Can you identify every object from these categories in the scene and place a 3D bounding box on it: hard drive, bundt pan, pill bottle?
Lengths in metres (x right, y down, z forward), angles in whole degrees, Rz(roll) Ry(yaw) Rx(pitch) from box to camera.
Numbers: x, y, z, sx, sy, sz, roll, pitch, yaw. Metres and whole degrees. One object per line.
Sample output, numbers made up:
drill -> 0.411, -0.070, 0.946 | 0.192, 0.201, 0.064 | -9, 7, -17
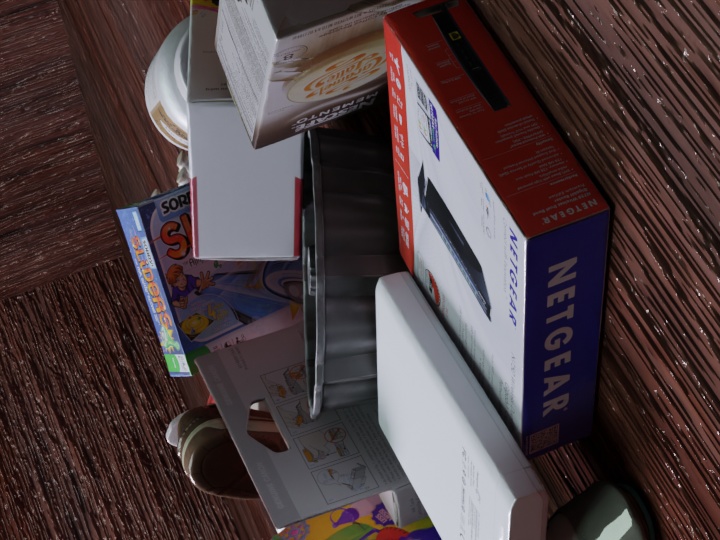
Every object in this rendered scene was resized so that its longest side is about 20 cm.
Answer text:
hard drive -> 0.057, 0.112, 1.007 | 0.201, 0.026, 0.133 | -122, 23, -46
bundt pan -> 0.000, 0.000, 1.152 | 0.202, 0.075, 0.205 | 180, 90, -85
pill bottle -> -0.125, -0.167, 1.452 | 0.200, 0.113, 0.116 | 175, 75, -78

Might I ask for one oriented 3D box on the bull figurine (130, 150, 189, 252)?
bull figurine -> -0.119, -0.052, 1.482 | 0.200, 0.120, 0.066 | -51, 23, 43

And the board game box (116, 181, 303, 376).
board game box -> -0.084, -0.017, 1.309 | 0.034, 0.199, 0.137 | -4, 107, 52

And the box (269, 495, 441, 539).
box -> 0.050, 0.278, 1.197 | 0.199, 0.121, 0.194 | 33, 150, 47

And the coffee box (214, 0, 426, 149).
coffee box -> -0.021, -0.155, 1.001 | 0.200, 0.113, 0.081 | 117, 132, -76

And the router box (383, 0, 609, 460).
router box -> 0.073, -0.023, 0.935 | 0.201, 0.048, 0.180 | 85, 162, -50

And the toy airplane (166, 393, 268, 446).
toy airplane -> -0.122, 0.084, 1.566 | 0.141, 0.201, 0.199 | 38, 140, -24

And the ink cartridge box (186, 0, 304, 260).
ink cartridge box -> -0.084, -0.128, 1.222 | 0.201, 0.082, 0.147 | -95, 5, -47

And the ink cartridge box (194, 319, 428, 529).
ink cartridge box -> -0.009, 0.106, 1.207 | 0.200, 0.174, 0.045 | -123, 18, -49

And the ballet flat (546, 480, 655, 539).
ballet flat -> 0.123, 0.178, 0.995 | 0.200, 0.063, 0.068 | 105, 144, -69

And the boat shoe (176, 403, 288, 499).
boat shoe -> -0.047, 0.141, 1.259 | 0.075, 0.201, 0.075 | -63, 30, 9

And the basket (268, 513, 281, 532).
basket -> -0.018, 0.193, 1.502 | 0.137, 0.122, 0.200 | 64, 167, 9
